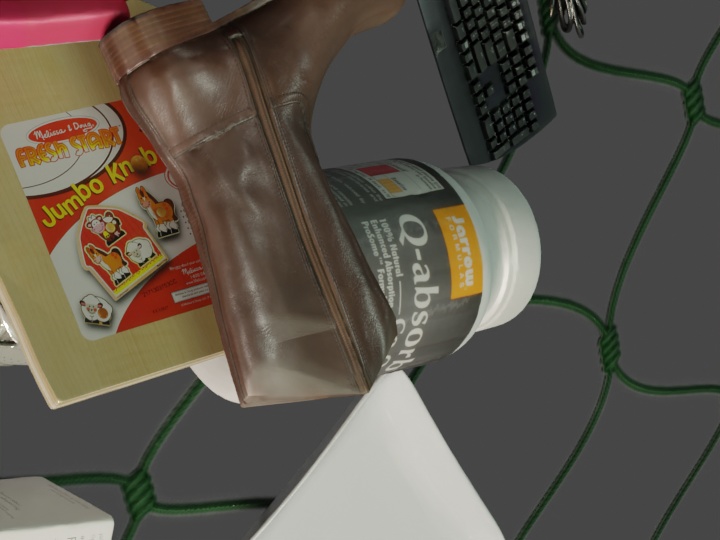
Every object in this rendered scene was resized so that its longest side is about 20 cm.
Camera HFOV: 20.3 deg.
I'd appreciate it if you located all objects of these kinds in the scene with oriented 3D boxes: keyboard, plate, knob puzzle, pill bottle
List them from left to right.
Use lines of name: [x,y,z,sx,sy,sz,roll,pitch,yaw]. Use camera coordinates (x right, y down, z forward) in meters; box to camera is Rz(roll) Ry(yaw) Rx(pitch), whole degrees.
knob puzzle: [-0.114,-0.047,0.958,0.218,0.030,0.222,14,62,-27]
plate: [-0.009,0.184,1.226,0.200,0.032,0.200,-49,134,-19]
pill bottle: [0.000,0.000,1.099,0.199,0.116,0.117,-12,114,-42]
keyboard: [0.086,-0.168,1.189,0.127,0.021,0.201,-42,132,-26]

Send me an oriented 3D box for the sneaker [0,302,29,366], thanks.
sneaker: [-0.155,0.016,0.964,0.199,0.092,0.076,-7,112,-43]

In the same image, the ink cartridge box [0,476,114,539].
ink cartridge box: [-0.224,0.171,0.973,0.199,0.067,0.118,-1,107,-46]

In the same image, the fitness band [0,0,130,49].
fitness band: [-0.144,-0.164,0.884,0.198,0.038,0.144,-8,140,-28]

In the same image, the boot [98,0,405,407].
boot: [-0.015,-0.041,0.963,0.185,0.064,0.201,-21,81,-32]
